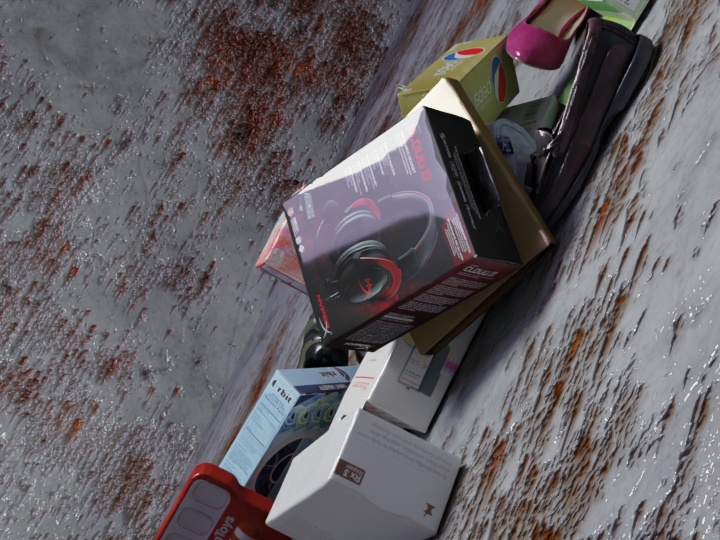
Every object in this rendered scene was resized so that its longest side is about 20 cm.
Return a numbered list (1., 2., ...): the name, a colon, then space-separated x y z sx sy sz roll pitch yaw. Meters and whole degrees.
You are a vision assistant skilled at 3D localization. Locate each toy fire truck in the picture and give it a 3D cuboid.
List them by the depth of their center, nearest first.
1. toy fire truck: -0.135 0.300 1.360 0.200 0.168 0.112 -58 8 25

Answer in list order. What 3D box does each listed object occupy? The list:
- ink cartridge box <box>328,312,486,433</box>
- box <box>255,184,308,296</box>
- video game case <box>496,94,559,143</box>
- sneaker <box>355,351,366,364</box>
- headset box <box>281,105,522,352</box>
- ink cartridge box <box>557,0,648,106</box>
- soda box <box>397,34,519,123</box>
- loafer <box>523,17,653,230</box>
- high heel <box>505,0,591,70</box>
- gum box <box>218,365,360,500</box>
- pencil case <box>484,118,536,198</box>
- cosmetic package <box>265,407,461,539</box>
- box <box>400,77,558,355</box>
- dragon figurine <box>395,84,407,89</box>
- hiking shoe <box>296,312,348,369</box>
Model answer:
1. ink cartridge box: 0.048 0.087 1.289 0.201 0.067 0.117 -62 8 -8
2. box: 0.000 0.000 1.415 0.095 0.199 0.103 -63 7 -6
3. video game case: 0.098 -0.122 1.386 0.199 0.018 0.143 -12 27 26
4. sneaker: 0.032 0.027 1.599 0.200 0.077 0.082 -65 2 -26
5. headset box: 0.040 -0.037 1.174 0.200 0.075 0.149 -31 65 33
6. ink cartridge box: 0.242 -0.258 1.324 0.200 0.048 0.146 -58 8 10
7. soda box: 0.104 -0.181 1.376 0.200 0.064 0.068 -49 -51 -59
8. loafer: 0.181 -0.126 1.179 0.200 0.063 0.072 -61 7 9
9. high heel: 0.213 -0.277 1.428 0.200 0.067 0.096 -36 -27 -55
10. gum box: -0.072 0.194 1.440 0.170 0.045 0.200 3 -56 -54
11. pencil case: 0.081 -0.068 1.282 0.200 0.083 0.091 -24 67 33
12. cosmetic package: -0.002 0.189 1.138 0.074 0.101 0.200 -67 10 -28
13. box: 0.072 -0.050 1.215 0.163 0.021 0.200 -44 57 27
14. dragon figurine: 0.068 -0.135 1.681 0.099 0.201 0.059 -26 3 -19
15. hiking shoe: -0.053 0.149 1.545 0.101 0.075 0.201 -74 -10 -62
